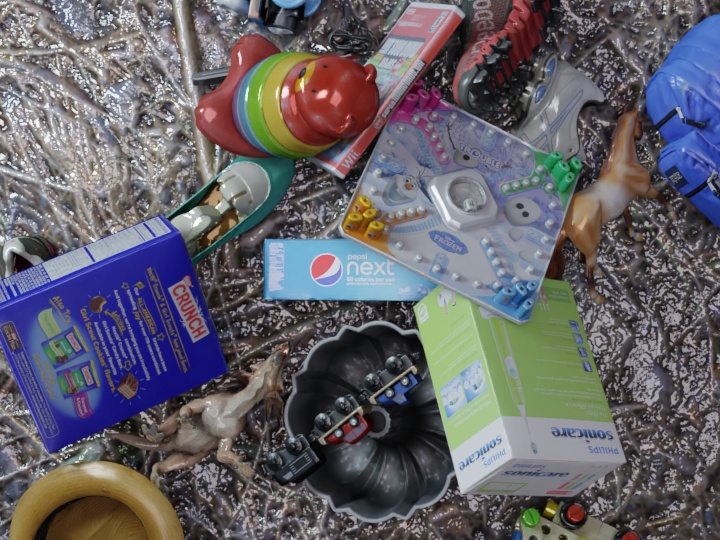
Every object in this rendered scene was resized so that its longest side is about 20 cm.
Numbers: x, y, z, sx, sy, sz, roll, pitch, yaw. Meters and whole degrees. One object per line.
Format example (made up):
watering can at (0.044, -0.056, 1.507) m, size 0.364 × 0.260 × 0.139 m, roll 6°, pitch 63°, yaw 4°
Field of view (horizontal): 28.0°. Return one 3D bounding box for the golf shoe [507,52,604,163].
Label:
golf shoe at (0.185, -0.120, 1.493) m, size 0.097 × 0.078 × 0.201 m, roll 25°, pitch 91°, yaw -6°

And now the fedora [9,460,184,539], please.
fedora at (-0.260, 0.280, 1.476) m, size 0.199 × 0.082 × 0.202 m, roll 2°, pitch 98°, yaw 15°

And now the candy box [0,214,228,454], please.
candy box at (-0.251, 0.060, 1.429) m, size 0.199 × 0.077 × 0.170 m, roll -23°, pitch 117°, yaw -14°

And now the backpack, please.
backpack at (0.377, -0.147, 1.441) m, size 0.168 × 0.163 × 0.200 m, roll -43°, pitch 87°, yaw -10°

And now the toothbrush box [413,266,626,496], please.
toothbrush box at (0.150, 0.108, 1.385) m, size 0.145 × 0.086 × 0.201 m, roll 7°, pitch 55°, yaw -35°

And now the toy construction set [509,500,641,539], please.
toy construction set at (0.216, 0.314, 1.481) m, size 0.199 × 0.092 × 0.132 m, roll 33°, pitch 65°, yaw -8°

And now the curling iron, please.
curling iron at (-0.080, -0.224, 1.512) m, size 0.199 × 0.026 × 0.050 m, roll -14°, pitch 119°, yaw 2°

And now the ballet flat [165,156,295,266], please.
ballet flat at (-0.146, -0.061, 1.492) m, size 0.200 × 0.070 × 0.067 m, roll -41°, pitch 85°, yaw -1°

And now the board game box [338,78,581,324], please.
board game box at (0.102, -0.072, 1.386) m, size 0.199 × 0.026 × 0.201 m, roll 26°, pitch 57°, yaw -3°

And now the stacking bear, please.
stacking bear at (-0.055, -0.164, 1.402) m, size 0.114 × 0.200 × 0.122 m, roll 38°, pitch 73°, yaw -28°

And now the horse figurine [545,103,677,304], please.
horse figurine at (0.248, -0.055, 1.469) m, size 0.200 × 0.050 × 0.133 m, roll -44°, pitch 127°, yaw -17°

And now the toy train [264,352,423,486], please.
toy train at (-0.012, 0.149, 1.428) m, size 0.200 × 0.034 × 0.046 m, roll -40°, pitch 79°, yaw 15°

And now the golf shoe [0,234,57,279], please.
golf shoe at (-0.322, 0.060, 1.485) m, size 0.077 × 0.088 × 0.201 m, roll -26°, pitch 91°, yaw -2°

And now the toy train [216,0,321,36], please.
toy train at (-0.090, -0.346, 1.489) m, size 0.113 × 0.087 × 0.201 m, roll 10°, pitch 92°, yaw 9°

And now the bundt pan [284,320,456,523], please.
bundt pan at (0.028, 0.152, 1.470) m, size 0.201 × 0.076 × 0.203 m, roll -1°, pitch 88°, yaw 21°

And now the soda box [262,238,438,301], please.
soda box at (0.000, 0.000, 1.493) m, size 0.199 × 0.068 × 0.065 m, roll 1°, pitch 89°, yaw 0°

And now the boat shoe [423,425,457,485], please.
boat shoe at (0.133, 0.150, 1.498) m, size 0.200 × 0.057 × 0.067 m, roll -45°, pitch 90°, yaw 0°

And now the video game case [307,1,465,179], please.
video game case at (0.019, -0.186, 1.458) m, size 0.017 × 0.143 × 0.200 m, roll 37°, pitch 90°, yaw -19°

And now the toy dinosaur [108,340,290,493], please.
toy dinosaur at (-0.152, 0.155, 1.480) m, size 0.199 × 0.136 × 0.086 m, roll -19°, pitch 106°, yaw 25°

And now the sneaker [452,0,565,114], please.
sneaker at (0.130, -0.230, 1.459) m, size 0.097 × 0.071 × 0.201 m, roll 8°, pitch 49°, yaw 31°
